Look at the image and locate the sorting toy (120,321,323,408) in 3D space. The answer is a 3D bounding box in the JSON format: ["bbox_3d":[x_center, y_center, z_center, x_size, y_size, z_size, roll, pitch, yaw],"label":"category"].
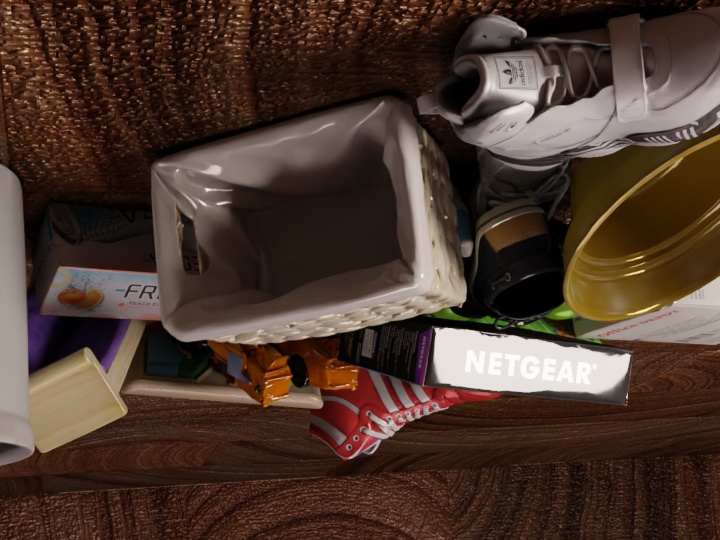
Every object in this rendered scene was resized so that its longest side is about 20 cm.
[{"bbox_3d":[-0.135,0.070,1.127,0.184,0.037,0.200,6,-159,-12],"label":"sorting toy"}]

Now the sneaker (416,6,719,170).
[{"bbox_3d":[0.131,-0.112,0.691,0.199,0.076,0.115,-15,164,42],"label":"sneaker"}]

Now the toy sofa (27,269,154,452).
[{"bbox_3d":[-0.237,0.053,0.988,0.082,0.098,0.200,-24,-160,10],"label":"toy sofa"}]

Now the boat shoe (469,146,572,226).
[{"bbox_3d":[0.122,-0.058,0.895,0.074,0.065,0.202,-4,163,-6],"label":"boat shoe"}]

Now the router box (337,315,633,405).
[{"bbox_3d":[0.102,0.071,0.977,0.199,0.051,0.149,8,180,-27],"label":"router box"}]

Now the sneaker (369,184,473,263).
[{"bbox_3d":[0.000,0.000,0.929,0.200,0.081,0.076,-37,152,25],"label":"sneaker"}]

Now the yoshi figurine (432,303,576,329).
[{"bbox_3d":[0.141,0.015,1.103,0.199,0.113,0.112,-5,149,8],"label":"yoshi figurine"}]

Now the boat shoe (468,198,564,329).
[{"bbox_3d":[0.125,0.011,0.904,0.074,0.063,0.200,-21,158,0],"label":"boat shoe"}]

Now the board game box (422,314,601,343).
[{"bbox_3d":[0.150,0.059,1.188,0.199,0.096,0.030,6,122,-19],"label":"board game box"}]

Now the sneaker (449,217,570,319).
[{"bbox_3d":[0.170,-0.014,1.024,0.199,0.080,0.075,-12,-165,-7],"label":"sneaker"}]

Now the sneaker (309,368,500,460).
[{"bbox_3d":[0.041,0.136,1.140,0.199,0.113,0.071,6,177,22],"label":"sneaker"}]

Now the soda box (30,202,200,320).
[{"bbox_3d":[-0.162,-0.003,0.962,0.199,0.069,0.064,5,139,-31],"label":"soda box"}]

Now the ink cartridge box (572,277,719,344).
[{"bbox_3d":[0.332,0.018,1.187,0.199,0.085,0.146,4,162,-30],"label":"ink cartridge box"}]

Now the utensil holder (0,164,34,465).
[{"bbox_3d":[-0.318,0.033,0.825,0.169,0.201,0.170,-5,163,-1],"label":"utensil holder"}]

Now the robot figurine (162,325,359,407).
[{"bbox_3d":[-0.092,0.054,1.069,0.144,0.059,0.200,-7,-152,-35],"label":"robot figurine"}]

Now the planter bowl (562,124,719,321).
[{"bbox_3d":[0.213,-0.058,0.836,0.199,0.084,0.201,-20,147,-14],"label":"planter bowl"}]

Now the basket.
[{"bbox_3d":[-0.033,-0.026,0.842,0.199,0.137,0.123,-12,167,21],"label":"basket"}]
